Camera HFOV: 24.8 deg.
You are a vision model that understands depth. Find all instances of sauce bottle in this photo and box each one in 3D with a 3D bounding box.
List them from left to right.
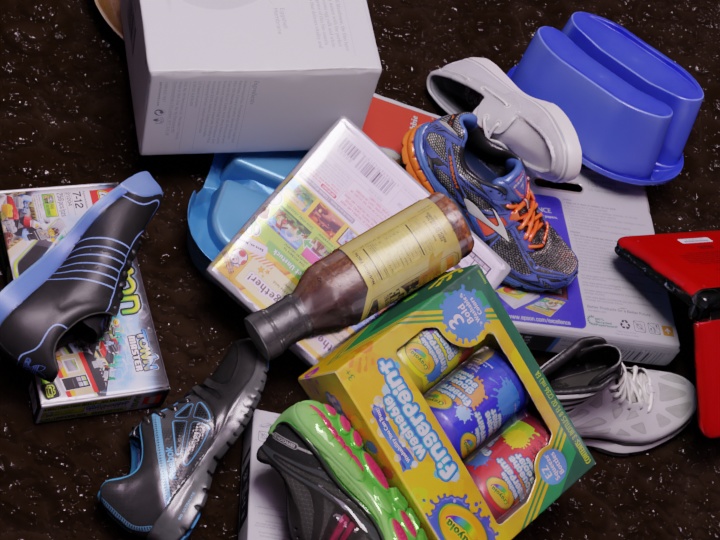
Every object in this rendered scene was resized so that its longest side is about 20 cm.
[{"bbox_3d":[-0.002,0.007,1.348,0.199,0.066,0.066,-30,74,-13],"label":"sauce bottle"}]

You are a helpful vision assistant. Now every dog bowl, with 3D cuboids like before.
[{"bbox_3d":[-0.092,-0.066,1.459,0.111,0.050,0.201,22,55,-8],"label":"dog bowl"}]

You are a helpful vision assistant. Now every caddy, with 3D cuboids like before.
[{"bbox_3d":[0.235,-0.162,1.605,0.200,0.105,0.141,39,41,22],"label":"caddy"}]

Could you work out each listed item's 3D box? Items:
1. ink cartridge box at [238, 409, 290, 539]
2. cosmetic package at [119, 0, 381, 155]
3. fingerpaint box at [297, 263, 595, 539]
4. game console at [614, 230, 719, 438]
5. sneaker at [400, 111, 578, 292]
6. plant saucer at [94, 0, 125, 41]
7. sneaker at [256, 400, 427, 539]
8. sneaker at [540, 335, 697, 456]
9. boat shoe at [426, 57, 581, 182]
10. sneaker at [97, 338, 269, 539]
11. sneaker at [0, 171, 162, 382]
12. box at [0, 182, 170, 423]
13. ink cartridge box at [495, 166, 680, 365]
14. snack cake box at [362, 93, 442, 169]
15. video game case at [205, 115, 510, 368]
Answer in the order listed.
[{"bbox_3d":[-0.047,0.207,1.301,0.099,0.039,0.201,14,45,-14],"label":"ink cartridge box"},{"bbox_3d":[-0.103,-0.216,1.440,0.199,0.123,0.200,-3,59,-14],"label":"cosmetic package"},{"bbox_3d":[0.073,0.124,1.333,0.167,0.073,0.201,-35,99,-29],"label":"fingerpaint box"},{"bbox_3d":[0.337,0.053,1.535,0.199,0.119,0.172,-4,32,-44],"label":"game console"},{"bbox_3d":[0.123,-0.059,1.446,0.200,0.078,0.075,43,49,-12],"label":"sneaker"},{"bbox_3d":[-0.162,-0.261,1.554,0.199,0.035,0.201,9,59,-15],"label":"plant saucer"},{"bbox_3d":[-0.009,0.197,1.258,0.200,0.084,0.077,58,19,10],"label":"sneaker"},{"bbox_3d":[0.229,0.109,1.437,0.200,0.115,0.076,-4,62,-23],"label":"sneaker"},{"bbox_3d":[0.131,-0.142,1.541,0.068,0.072,0.200,-13,44,-27],"label":"boat shoe"},{"bbox_3d":[-0.137,0.126,1.314,0.082,0.073,0.200,29,55,-2],"label":"sneaker"},{"bbox_3d":[-0.215,0.005,1.320,0.078,0.070,0.200,42,61,1],"label":"sneaker"},{"bbox_3d":[-0.235,0.023,1.360,0.110,0.035,0.201,-7,64,-24],"label":"box"},{"bbox_3d":[0.191,-0.013,1.536,0.197,0.043,0.201,7,55,-18],"label":"ink cartridge box"},{"bbox_3d":[0.026,-0.055,1.486,0.114,0.067,0.201,17,56,-9],"label":"snack cake box"},{"bbox_3d":[0.000,0.000,1.392,0.200,0.023,0.182,42,75,-5],"label":"video game case"}]
